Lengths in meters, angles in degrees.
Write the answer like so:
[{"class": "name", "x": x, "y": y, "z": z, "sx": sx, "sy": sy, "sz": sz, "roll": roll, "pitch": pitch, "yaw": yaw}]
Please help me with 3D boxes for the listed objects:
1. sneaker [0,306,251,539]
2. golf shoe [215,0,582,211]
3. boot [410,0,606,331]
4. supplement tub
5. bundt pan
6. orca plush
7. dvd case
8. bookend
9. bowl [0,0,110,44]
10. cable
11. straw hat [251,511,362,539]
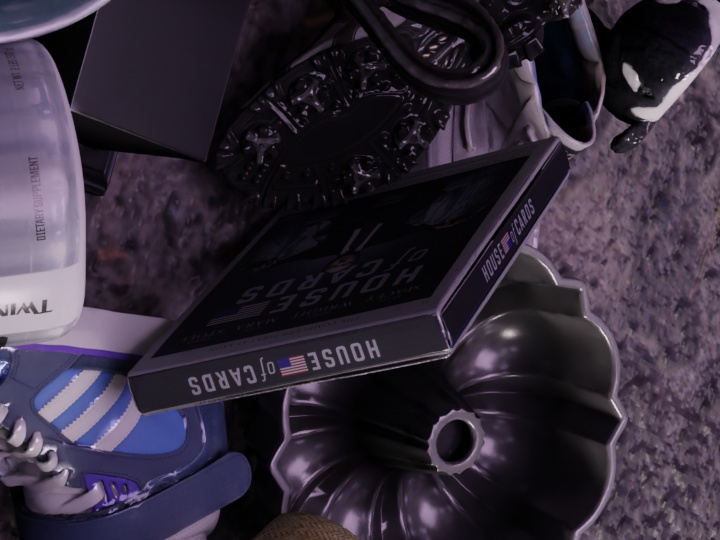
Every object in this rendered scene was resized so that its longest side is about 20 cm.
[{"class": "sneaker", "x": -0.138, "y": 0.090, "z": 1.059, "sx": 0.199, "sy": 0.080, "sz": 0.148, "roll": 9, "pitch": 86, "yaw": -46}, {"class": "golf shoe", "x": 0.014, "y": -0.104, "z": 1.151, "sx": 0.199, "sy": 0.095, "sz": 0.078, "roll": -34, "pitch": 120, "yaw": -1}, {"class": "boot", "x": 0.077, "y": -0.059, "z": 1.216, "sx": 0.073, "sy": 0.095, "sz": 0.202, "roll": -19, "pitch": 107, "yaw": -37}, {"class": "supplement tub", "x": -0.212, "y": -0.022, "z": 0.929, "sx": 0.198, "sy": 0.122, "sz": 0.124, "roll": -8, "pitch": 101, "yaw": -17}, {"class": "bundt pan", "x": 0.030, "y": 0.075, "z": 1.190, "sx": 0.200, "sy": 0.076, "sz": 0.204, "roll": -7, "pitch": 104, "yaw": -27}, {"class": "orca plush", "x": 0.144, "y": -0.127, "z": 1.248, "sx": 0.071, "sy": 0.200, "sz": 0.105, "roll": 37, "pitch": 110, "yaw": 1}, {"class": "dvd case", "x": 0.000, "y": 0.000, "z": 1.071, "sx": 0.025, "sy": 0.149, "sz": 0.200, "roll": 70, "pitch": 25, "yaw": -16}, {"class": "bookend", "x": -0.065, "y": -0.133, "z": 1.017, "sx": 0.092, "sy": 0.199, "sz": 0.200, "roll": 20, "pitch": 82, "yaw": -40}, {"class": "bowl", "x": -0.174, "y": -0.180, "z": 0.961, "sx": 0.199, "sy": 0.105, "sz": 0.203, "roll": 3, "pitch": 83, "yaw": -25}, {"class": "cable", "x": -0.011, "y": -0.146, "z": 1.088, "sx": 0.097, "sy": 0.201, "sz": 0.050, "roll": -24, "pitch": 142, "yaw": -9}, {"class": "straw hat", "x": -0.028, "y": 0.157, "z": 1.084, "sx": 0.201, "sy": 0.200, "sz": 0.086, "roll": 42, "pitch": 48, "yaw": -35}]
